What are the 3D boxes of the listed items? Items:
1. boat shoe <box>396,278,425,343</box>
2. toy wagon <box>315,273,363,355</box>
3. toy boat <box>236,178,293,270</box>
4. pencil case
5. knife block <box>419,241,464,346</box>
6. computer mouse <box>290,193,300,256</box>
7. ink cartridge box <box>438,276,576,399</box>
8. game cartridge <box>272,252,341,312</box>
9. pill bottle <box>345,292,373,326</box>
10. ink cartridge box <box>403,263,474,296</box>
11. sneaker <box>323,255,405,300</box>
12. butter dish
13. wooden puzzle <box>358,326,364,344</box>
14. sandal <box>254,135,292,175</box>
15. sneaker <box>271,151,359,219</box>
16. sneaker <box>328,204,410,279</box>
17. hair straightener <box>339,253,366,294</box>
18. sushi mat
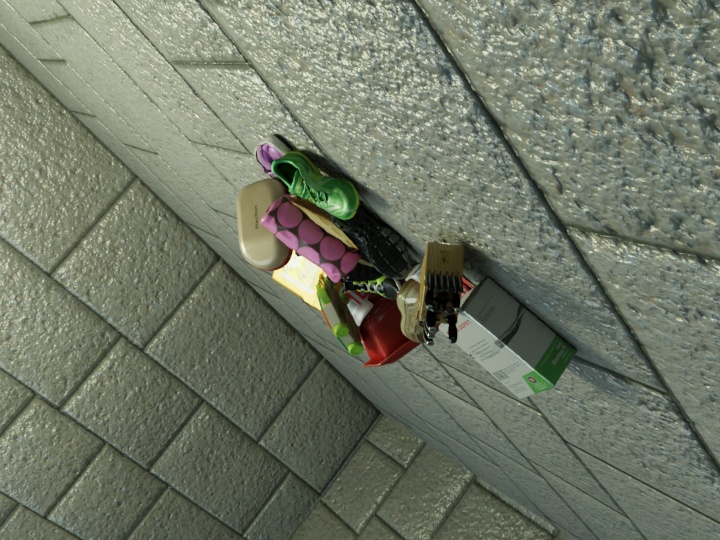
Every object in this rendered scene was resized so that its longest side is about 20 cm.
[{"bbox_3d":[0.119,0.093,1.544,0.064,0.071,0.201,32,163,28],"label":"boat shoe"},{"bbox_3d":[-0.052,0.082,1.683,0.201,0.039,0.156,55,-168,-43],"label":"toy wagon"},{"bbox_3d":[-0.198,-0.099,1.803,0.129,0.203,0.130,-11,168,26],"label":"toy boat"},{"bbox_3d":[-0.095,-0.063,1.536,0.199,0.091,0.094,39,-151,-8],"label":"pencil case"},{"bbox_3d":[0.130,0.053,1.318,0.063,0.178,0.200,7,163,2],"label":"knife block"},{"bbox_3d":[-0.124,-0.093,1.765,0.052,0.141,0.200,-5,161,-4],"label":"computer mouse"},{"bbox_3d":[0.250,0.119,1.387,0.199,0.084,0.146,40,160,1],"label":"ink cartridge box"},{"bbox_3d":[-0.116,-0.018,1.866,0.199,0.179,0.032,30,-158,38],"label":"game cartridge"},{"bbox_3d":[-0.043,0.032,1.924,0.199,0.113,0.112,38,168,10],"label":"pill bottle"},{"bbox_3d":[0.166,0.052,1.524,0.161,0.050,0.200,41,170,-7],"label":"ink cartridge box"},{"bbox_3d":[0.005,0.025,1.604,0.199,0.083,0.072,25,145,37],"label":"sneaker"},{"bbox_3d":[0.068,0.107,1.737,0.149,0.199,0.199,57,167,0],"label":"butter dish"},{"bbox_3d":[-0.033,0.092,2.020,0.199,0.046,0.186,38,-151,-1],"label":"wooden puzzle"},{"bbox_3d":[-0.182,-0.220,1.594,0.082,0.050,0.203,40,168,-2],"label":"sandal"},{"bbox_3d":[-0.086,-0.148,1.450,0.199,0.083,0.075,33,122,28],"label":"sneaker"},{"bbox_3d":[0.021,-0.066,1.525,0.200,0.075,0.079,47,-179,-3],"label":"sneaker"},{"bbox_3d":[0.000,0.000,1.723,0.076,0.041,0.200,24,143,-19],"label":"hair straightener"},{"bbox_3d":[-0.061,-0.091,1.594,0.095,0.012,0.199,6,154,50],"label":"sushi mat"}]
